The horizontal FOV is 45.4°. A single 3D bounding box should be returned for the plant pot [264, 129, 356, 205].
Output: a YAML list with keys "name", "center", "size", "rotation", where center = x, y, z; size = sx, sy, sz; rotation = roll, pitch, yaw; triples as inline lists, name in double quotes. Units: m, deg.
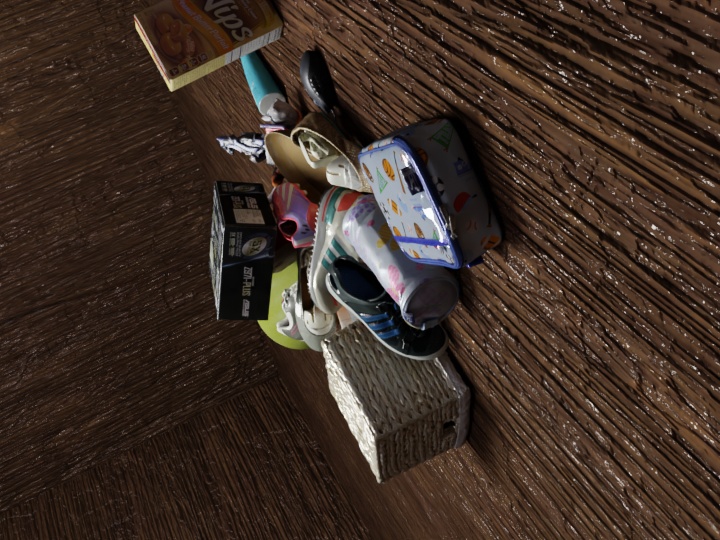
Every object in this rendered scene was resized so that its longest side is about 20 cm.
- name: "plant pot"
  center: [-0.067, -0.147, 1.335]
  size: [0.199, 0.028, 0.200]
  rotation: [39, 165, 12]

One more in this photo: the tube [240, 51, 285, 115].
- name: "tube"
  center: [-0.191, -0.359, 1.566]
  size: [0.078, 0.050, 0.201]
  rotation: [88, 160, -50]

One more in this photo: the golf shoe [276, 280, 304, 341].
- name: "golf shoe"
  center: [-0.092, 0.043, 1.477]
  size: [0.078, 0.087, 0.202]
  rotation: [-92, 11, -57]

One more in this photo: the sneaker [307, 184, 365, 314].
- name: "sneaker"
  center: [-0.017, -0.020, 1.253]
  size: [0.092, 0.070, 0.202]
  rotation: [18, 113, 26]

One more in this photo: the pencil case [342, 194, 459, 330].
- name: "pencil case"
  center: [0.050, -0.014, 1.121]
  size: [0.201, 0.082, 0.091]
  rotation: [55, 168, 41]

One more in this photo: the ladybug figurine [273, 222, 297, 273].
- name: "ladybug figurine"
  center: [-0.112, -0.060, 1.491]
  size: [0.072, 0.135, 0.199]
  rotation: [56, 140, -3]

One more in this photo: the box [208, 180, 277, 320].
- name: "box"
  center: [-0.197, -0.036, 1.419]
  size: [0.200, 0.085, 0.166]
  rotation: [-118, 33, -62]

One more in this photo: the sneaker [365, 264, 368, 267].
- name: "sneaker"
  center: [0.000, 0.000, 1.330]
  size: [0.077, 0.074, 0.200]
  rotation: [28, -179, -24]

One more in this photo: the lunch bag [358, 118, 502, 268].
- name: "lunch bag"
  center: [0.073, -0.077, 0.934]
  size: [0.162, 0.075, 0.200]
  rotation: [66, 169, -11]

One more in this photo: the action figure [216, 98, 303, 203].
- name: "action figure"
  center: [-0.138, -0.205, 1.473]
  size: [0.198, 0.105, 0.195]
  rotation: [16, 135, 23]

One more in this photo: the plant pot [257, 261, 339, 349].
- name: "plant pot"
  center: [-0.089, 0.035, 1.630]
  size: [0.189, 0.186, 0.200]
  rotation: [64, 151, 6]

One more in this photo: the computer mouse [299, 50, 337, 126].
- name: "computer mouse"
  center: [-0.049, -0.222, 1.255]
  size: [0.059, 0.034, 0.202]
  rotation: [37, 150, 63]

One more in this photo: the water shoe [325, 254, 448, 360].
- name: "water shoe"
  center: [0.035, 0.054, 1.186]
  size: [0.199, 0.072, 0.079]
  rotation: [33, 165, 4]

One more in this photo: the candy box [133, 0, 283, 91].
- name: "candy box"
  center: [-0.232, -0.376, 1.324]
  size: [0.116, 0.199, 0.055]
  rotation: [60, 167, 1]

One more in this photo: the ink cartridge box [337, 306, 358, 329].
- name: "ink cartridge box"
  center: [-0.002, 0.088, 1.484]
  size: [0.163, 0.049, 0.202]
  rotation: [-93, -8, -59]

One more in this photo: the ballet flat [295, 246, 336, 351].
- name: "ballet flat"
  center: [-0.074, 0.045, 1.394]
  size: [0.064, 0.066, 0.203]
  rotation: [-120, 25, -72]

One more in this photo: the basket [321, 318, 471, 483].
- name: "basket"
  center: [0.052, 0.180, 1.307]
  size: [0.201, 0.159, 0.199]
  rotation: [60, 167, 31]

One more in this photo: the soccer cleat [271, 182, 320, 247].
- name: "soccer cleat"
  center: [-0.109, -0.087, 1.351]
  size: [0.200, 0.076, 0.067]
  rotation: [37, 144, 54]

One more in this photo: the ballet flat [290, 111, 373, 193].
- name: "ballet flat"
  center: [-0.031, -0.150, 1.179]
  size: [0.200, 0.065, 0.071]
  rotation: [42, 158, 41]
